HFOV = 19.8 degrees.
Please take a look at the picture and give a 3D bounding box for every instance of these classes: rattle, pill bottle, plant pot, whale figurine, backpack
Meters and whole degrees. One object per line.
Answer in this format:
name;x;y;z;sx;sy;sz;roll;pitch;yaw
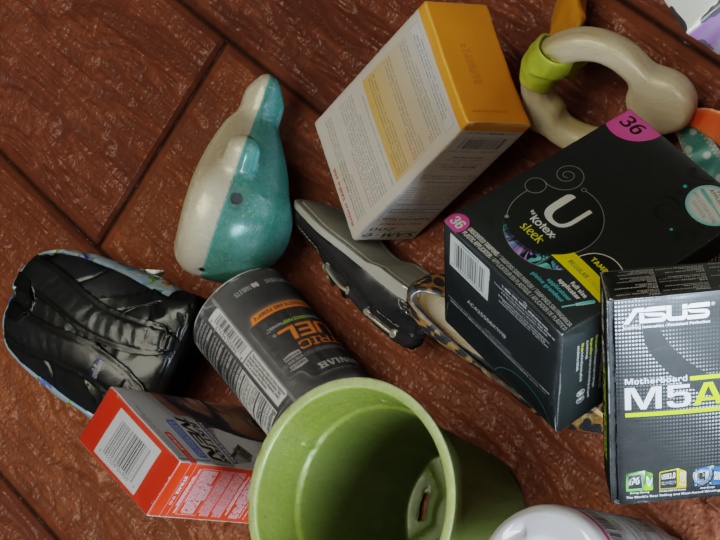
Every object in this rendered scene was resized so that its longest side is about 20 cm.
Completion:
rattle;0.244;-0.160;1.757;0.199;0.143;0.131;10;115;18
pill bottle;-0.057;0.099;1.859;0.106;0.106;0.200;-50;58;15
plant pot;0.040;0.201;1.720;0.200;0.190;0.201;-8;75;32
pill bottle;0.186;0.245;1.597;0.113;0.200;0.114;-8;76;33
whale figurine;-0.102;-0.081;1.928;0.103;0.159;0.200;21;65;-1
backpack;-0.250;0.062;1.987;0.199;0.154;0.164;22;95;13

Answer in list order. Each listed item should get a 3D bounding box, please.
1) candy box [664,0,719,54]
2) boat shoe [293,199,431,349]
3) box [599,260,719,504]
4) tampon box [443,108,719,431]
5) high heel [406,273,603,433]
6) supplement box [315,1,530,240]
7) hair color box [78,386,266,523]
candy box;0.302;-0.312;1.722;0.168;0.071;0.200;-40;61;21
boat shoe;0.000;0.000;1.864;0.200;0.074;0.060;37;115;37
box;0.282;0.082;1.552;0.199;0.194;0.048;-4;35;0
tampon box;0.187;-0.004;1.645;0.200;0.126;0.150;-32;56;-22
high heel;0.126;0.074;1.717;0.200;0.142;0.072;39;102;33
supplement box;0.052;-0.128;1.810;0.200;0.073;0.126;-43;57;47
hair color box;-0.141;0.168;1.843;0.111;0.200;0.064;42;105;33
